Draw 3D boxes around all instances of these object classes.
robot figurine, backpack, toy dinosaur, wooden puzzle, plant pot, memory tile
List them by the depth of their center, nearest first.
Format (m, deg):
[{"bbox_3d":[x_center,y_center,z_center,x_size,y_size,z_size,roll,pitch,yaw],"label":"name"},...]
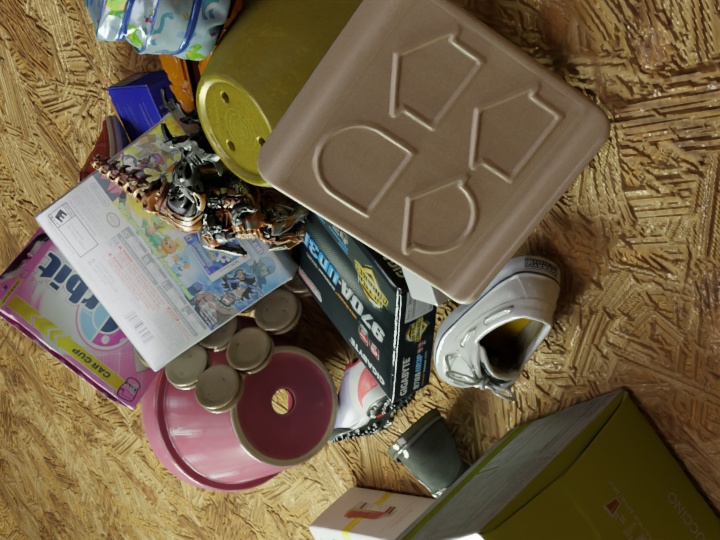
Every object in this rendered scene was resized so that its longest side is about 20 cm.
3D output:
[{"bbox_3d":[0.052,-0.097,0.891,0.200,0.046,0.186,33,111,-12],"label":"wooden puzzle"},{"bbox_3d":[-0.170,-0.262,1.004,0.200,0.153,0.163,56,132,26],"label":"backpack"},{"bbox_3d":[-0.053,-0.148,1.015,0.200,0.142,0.201,35,145,29],"label":"plant pot"},{"bbox_3d":[-0.146,-0.075,1.118,0.102,0.199,0.136,-111,29,-51],"label":"toy dinosaur"},{"bbox_3d":[-0.141,-0.178,1.187,0.145,0.058,0.201,25,138,40],"label":"robot figurine"},{"bbox_3d":[-0.134,0.043,1.272,0.153,0.200,0.017,28,163,35],"label":"memory tile"},{"bbox_3d":[-0.122,0.148,1.336,0.179,0.200,0.201,-7,115,60],"label":"plant pot"}]

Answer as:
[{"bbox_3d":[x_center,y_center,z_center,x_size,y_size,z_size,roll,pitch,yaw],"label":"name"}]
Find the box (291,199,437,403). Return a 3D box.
[{"bbox_3d":[0.000,0.000,1.137,0.200,0.046,0.159,52,154,35],"label":"box"}]

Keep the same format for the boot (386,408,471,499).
[{"bbox_3d":[0.121,0.237,1.198,0.200,0.073,0.182,49,180,21],"label":"boot"}]

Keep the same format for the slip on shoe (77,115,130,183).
[{"bbox_3d":[-0.279,-0.106,1.321,0.200,0.061,0.074,-101,-5,-51],"label":"slip on shoe"}]

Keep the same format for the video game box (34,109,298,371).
[{"bbox_3d":[-0.192,-0.029,1.204,0.182,0.047,0.200,-33,101,17],"label":"video game box"}]

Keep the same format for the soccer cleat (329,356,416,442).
[{"bbox_3d":[0.004,0.133,1.304,0.200,0.068,0.074,125,130,-62],"label":"soccer cleat"}]

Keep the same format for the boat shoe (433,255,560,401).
[{"bbox_3d":[0.116,0.073,1.043,0.074,0.086,0.202,17,146,-14],"label":"boat shoe"}]

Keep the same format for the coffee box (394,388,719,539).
[{"bbox_3d":[0.174,0.255,1.045,0.200,0.200,0.198,54,149,0],"label":"coffee box"}]

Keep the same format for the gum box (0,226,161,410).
[{"bbox_3d":[-0.292,0.044,1.292,0.200,0.114,0.066,45,160,-32],"label":"gum box"}]

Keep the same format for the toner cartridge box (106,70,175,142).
[{"bbox_3d":[-0.204,-0.121,1.344,0.095,0.043,0.201,10,128,52],"label":"toner cartridge box"}]

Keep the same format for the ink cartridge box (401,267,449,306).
[{"bbox_3d":[0.058,-0.081,0.971,0.039,0.099,0.201,17,132,48],"label":"ink cartridge box"}]

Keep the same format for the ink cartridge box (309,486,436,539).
[{"bbox_3d":[0.049,0.342,1.416,0.200,0.083,0.146,-7,115,56],"label":"ink cartridge box"}]
